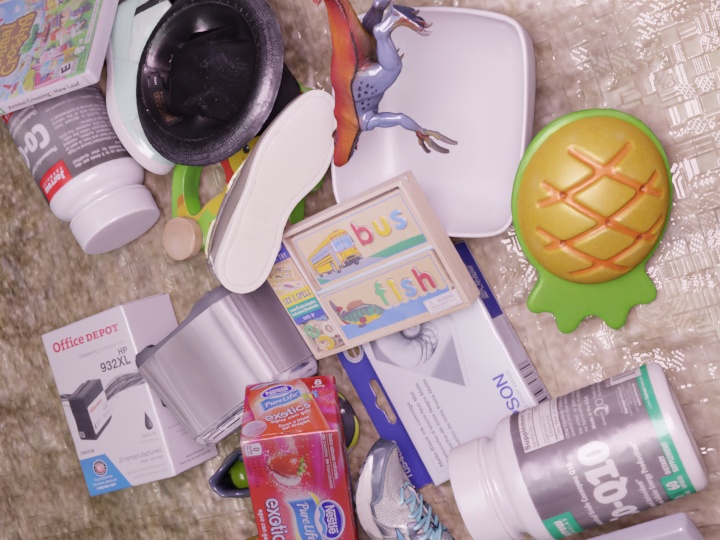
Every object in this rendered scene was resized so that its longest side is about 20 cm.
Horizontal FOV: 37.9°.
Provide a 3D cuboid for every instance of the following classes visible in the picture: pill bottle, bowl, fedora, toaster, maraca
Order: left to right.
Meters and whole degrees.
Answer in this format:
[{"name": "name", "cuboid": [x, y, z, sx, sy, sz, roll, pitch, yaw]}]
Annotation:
[{"name": "pill bottle", "cuboid": [-0.316, -0.127, 1.182, 0.114, 0.114, 0.201, -36, 79, 31]}, {"name": "fedora", "cuboid": [-0.129, -0.185, 1.032, 0.200, 0.091, 0.202, -7, 79, 37]}, {"name": "toaster", "cuboid": [-0.134, 0.093, 1.113, 0.200, 0.114, 0.130, -38, 84, 29]}, {"name": "bowl", "cuboid": [0.073, -0.138, 0.966, 0.199, 0.075, 0.202, 9, 104, 30]}, {"name": "pill bottle", "cuboid": [0.184, 0.164, 0.902, 0.199, 0.113, 0.114, -24, 86, 16]}, {"name": "maraca", "cuboid": [0.196, -0.039, 0.890, 0.136, 0.107, 0.201, -4, 113, 3]}]

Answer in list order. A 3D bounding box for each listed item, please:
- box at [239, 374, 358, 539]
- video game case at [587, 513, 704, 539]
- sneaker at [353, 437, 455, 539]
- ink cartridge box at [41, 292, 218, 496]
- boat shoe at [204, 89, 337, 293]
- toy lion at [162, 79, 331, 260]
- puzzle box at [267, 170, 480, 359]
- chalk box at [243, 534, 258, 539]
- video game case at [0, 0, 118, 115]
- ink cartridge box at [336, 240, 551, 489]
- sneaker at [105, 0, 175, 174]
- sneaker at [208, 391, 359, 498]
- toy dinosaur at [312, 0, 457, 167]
[{"name": "box", "cuboid": [-0.056, 0.216, 1.037, 0.095, 0.100, 0.201, -7, 116, 0]}, {"name": "video game case", "cuboid": [0.238, 0.305, 0.920, 0.199, 0.022, 0.182, -27, 111, 32]}, {"name": "sneaker", "cuboid": [0.054, 0.256, 1.046, 0.086, 0.078, 0.201, 0, 115, 27]}, {"name": "ink cartridge box", "cuboid": [-0.269, 0.144, 1.221, 0.144, 0.084, 0.201, -19, 88, 32]}, {"name": "boat shoe", "cuboid": [-0.087, -0.079, 0.981, 0.060, 0.072, 0.203, 26, 89, 58]}, {"name": "toy lion", "cuboid": [-0.116, -0.107, 1.101, 0.199, 0.069, 0.193, 0, 92, 32]}, {"name": "puzzle box", "cuboid": [0.000, 0.000, 0.989, 0.199, 0.025, 0.134, -23, 103, 38]}, {"name": "chalk box", "cuboid": [-0.170, 0.389, 1.181, 0.199, 0.125, 0.125, -27, 84, 31]}, {"name": "video game case", "cuboid": [-0.346, -0.257, 1.143, 0.181, 0.022, 0.201, -13, 53, 21]}, {"name": "ink cartridge box", "cuboid": [0.067, 0.104, 1.033, 0.200, 0.041, 0.200, -34, 81, 32]}, {"name": "sneaker", "cuboid": [-0.210, -0.211, 1.115, 0.118, 0.074, 0.202, -22, 76, 32]}, {"name": "sneaker", "cuboid": [-0.081, 0.196, 1.116, 0.200, 0.081, 0.074, -39, 79, 31]}, {"name": "toy dinosaur", "cuboid": [-0.008, -0.163, 0.886, 0.182, 0.199, 0.105, -52, 43, 35]}]
